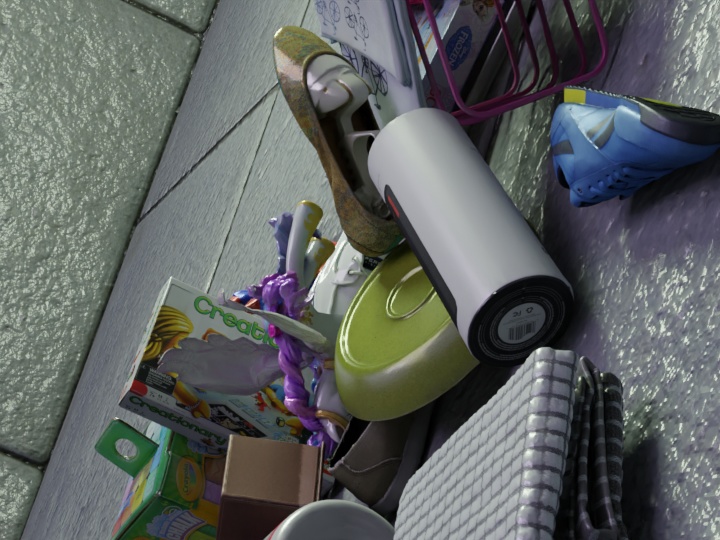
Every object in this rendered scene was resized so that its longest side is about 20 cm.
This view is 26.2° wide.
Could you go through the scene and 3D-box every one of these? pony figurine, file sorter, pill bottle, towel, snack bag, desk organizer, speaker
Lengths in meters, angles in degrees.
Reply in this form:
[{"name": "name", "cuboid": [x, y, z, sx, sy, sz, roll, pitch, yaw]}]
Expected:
[{"name": "pony figurine", "cuboid": [-0.050, 0.049, 1.297, 0.166, 0.192, 0.202, -36, 33, 55]}, {"name": "file sorter", "cuboid": [0.090, -0.186, 1.218, 0.200, 0.138, 0.127, -171, 61, -75]}, {"name": "pill bottle", "cuboid": [-0.050, 0.260, 1.139, 0.200, 0.118, 0.121, -49, 23, 49]}, {"name": "towel", "cuboid": [0.087, 0.160, 0.895, 0.200, 0.085, 0.167, -54, 19, 45]}, {"name": "snack bag", "cuboid": [0.007, -0.172, 1.230, 0.189, 0.021, 0.202, -135, 27, -59]}, {"name": "desk organizer", "cuboid": [-0.080, 0.228, 1.248, 0.072, 0.076, 0.202, -86, 5, -51]}, {"name": "speaker", "cuboid": [0.074, -0.028, 1.087, 0.082, 0.080, 0.201, -58, 38, 27]}]

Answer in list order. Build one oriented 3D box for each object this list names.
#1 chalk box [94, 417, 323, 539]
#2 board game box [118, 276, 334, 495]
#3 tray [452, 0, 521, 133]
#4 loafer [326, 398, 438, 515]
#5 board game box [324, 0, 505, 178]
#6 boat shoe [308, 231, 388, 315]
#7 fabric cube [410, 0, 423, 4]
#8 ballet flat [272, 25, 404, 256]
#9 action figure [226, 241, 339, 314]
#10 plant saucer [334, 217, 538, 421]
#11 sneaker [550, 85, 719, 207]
[{"name": "chalk box", "cuboid": [-0.143, 0.194, 1.392, 0.125, 0.198, 0.125, -49, 23, 48]}, {"name": "board game box", "cuboid": [-0.102, 0.103, 1.368, 0.035, 0.198, 0.127, -49, 20, 49]}, {"name": "tray", "cuboid": [0.096, -0.167, 1.428, 0.202, 0.022, 0.107, -64, 17, 12]}, {"name": "loafer", "cuboid": [0.025, 0.087, 1.219, 0.075, 0.069, 0.202, -35, 35, 62]}, {"name": "board game box", "cuboid": [0.050, -0.173, 1.449, 0.202, 0.041, 0.199, -64, 14, -7]}, {"name": "boat shoe", "cuboid": [0.000, 0.000, 1.418, 0.067, 0.073, 0.202, -50, 23, 50]}, {"name": "fabric cube", "cuboid": [0.041, -0.384, 1.486, 0.200, 0.197, 0.199, -41, 15, -7]}, {"name": "ballet flat", "cuboid": [-0.008, -0.111, 1.227, 0.071, 0.070, 0.202, -32, 78, 64]}, {"name": "action figure", "cuboid": [-0.062, 0.017, 1.490, 0.199, 0.052, 0.065, -34, 18, -32]}, {"name": "plant saucer", "cuboid": [0.048, 0.024, 1.174, 0.199, 0.031, 0.201, -36, 27, 22]}, {"name": "sneaker", "cuboid": [0.172, -0.072, 0.981, 0.200, 0.065, 0.079, -146, 68, -75]}]
